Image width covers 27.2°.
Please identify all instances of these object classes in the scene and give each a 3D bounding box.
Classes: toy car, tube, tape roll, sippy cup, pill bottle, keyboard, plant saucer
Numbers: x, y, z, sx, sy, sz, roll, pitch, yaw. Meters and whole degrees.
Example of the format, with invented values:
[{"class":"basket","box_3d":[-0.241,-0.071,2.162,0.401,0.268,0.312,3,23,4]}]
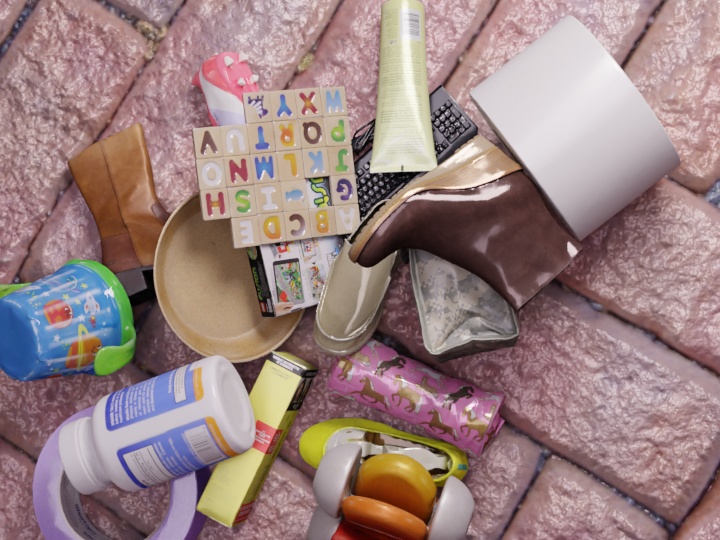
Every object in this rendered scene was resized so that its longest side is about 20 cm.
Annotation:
[{"class":"toy car","box_3d":[0.022,0.297,1.609,0.174,0.201,0.150,16,45,9]},{"class":"tube","box_3d":[0.047,-0.208,1.692,0.058,0.052,0.202,-16,69,47]},{"class":"tape roll","box_3d":[0.228,-0.152,1.596,0.139,0.203,0.203,-37,81,5]},{"class":"sippy cup","box_3d":[-0.351,0.065,1.697,0.177,0.130,0.141,-19,89,39]},{"class":"pill bottle","box_3d":[-0.226,0.176,1.635,0.199,0.112,0.113,-20,83,12]},{"class":"keyboard","box_3d":[0.032,-0.132,1.712,0.200,0.040,0.104,-42,81,4]},{"class":"tape roll","box_3d":[-0.277,0.254,1.730,0.199,0.066,0.202,0,87,10]},{"class":"plant saucer","box_3d":[-0.149,0.003,1.675,0.199,0.035,0.202,1,89,-32]}]

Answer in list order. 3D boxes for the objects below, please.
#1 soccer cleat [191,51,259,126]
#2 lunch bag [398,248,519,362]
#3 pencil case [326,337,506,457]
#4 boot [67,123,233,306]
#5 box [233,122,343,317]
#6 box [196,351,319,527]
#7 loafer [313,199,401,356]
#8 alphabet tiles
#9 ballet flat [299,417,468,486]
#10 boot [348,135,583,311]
[{"class":"soccer cleat","box_3d":[-0.131,-0.159,1.738,0.076,0.067,0.201,-27,88,39]},{"class":"lunch bag","box_3d":[0.104,-0.009,1.627,0.117,0.164,0.202,-12,83,4]},{"class":"pencil case","box_3d":[0.064,0.139,1.662,0.199,0.087,0.083,22,127,10]},{"class":"boot","box_3d":[-0.235,-0.079,1.758,0.187,0.068,0.201,-23,73,12]},{"class":"box","box_3d":[-0.080,-0.057,1.679,0.110,0.035,0.201,-16,97,-32]},{"class":"box","box_3d":[-0.117,0.191,1.701,0.050,0.075,0.201,27,90,10]},{"class":"loafer","box_3d":[0.000,0.000,1.653,0.075,0.068,0.201,16,64,16]},{"class":"alphabet tiles","box_3d":[-0.092,-0.115,1.648,0.199,0.008,0.169,-8,93,-33]},{"class":"ballet flat","box_3d":[0.023,0.206,1.678,0.198,0.067,0.067,8,87,11]},{"class":"boot","box_3d":[0.106,-0.023,1.509,0.200,0.072,0.167,-38,83,-8]}]
